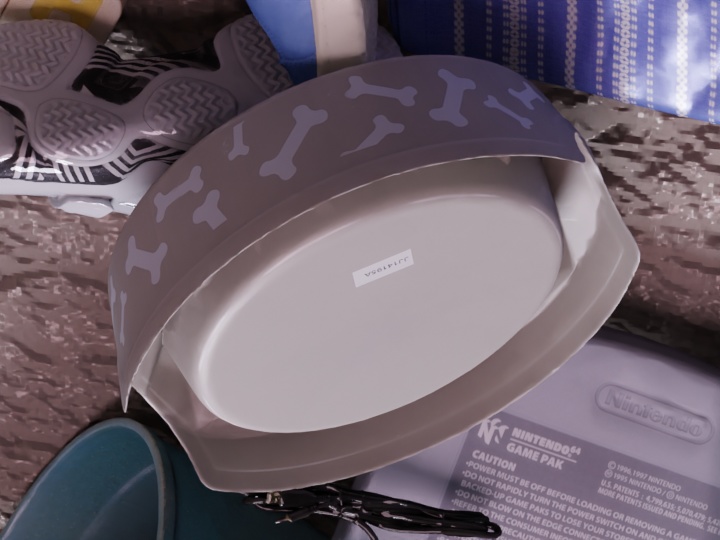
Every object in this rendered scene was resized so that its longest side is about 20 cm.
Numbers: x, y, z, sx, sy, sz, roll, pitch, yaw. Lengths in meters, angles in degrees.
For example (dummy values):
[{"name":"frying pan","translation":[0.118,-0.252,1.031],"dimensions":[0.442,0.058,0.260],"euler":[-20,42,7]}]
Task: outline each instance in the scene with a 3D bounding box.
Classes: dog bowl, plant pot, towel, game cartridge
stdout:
[{"name":"dog bowl","translation":[0.000,0.000,1.068],"dimensions":[0.199,0.059,0.200],"euler":[-19,150,-12]},{"name":"plant pot","translation":[-0.059,0.191,1.275],"dimensions":[0.187,0.201,0.200],"euler":[26,133,-25]},{"name":"towel","translation":[0.096,-0.108,1.025],"dimensions":[0.199,0.024,0.145],"euler":[15,139,19]},{"name":"game cartridge","translation":[0.100,0.094,1.198],"dimensions":[0.199,0.040,0.134],"euler":[20,103,-9]}]

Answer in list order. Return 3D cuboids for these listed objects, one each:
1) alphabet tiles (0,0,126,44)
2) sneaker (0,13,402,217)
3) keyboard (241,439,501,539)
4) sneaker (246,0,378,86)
[{"name":"alphabet tiles","translation":[-0.193,-0.114,1.111],"dimensions":[0.199,0.015,0.196],"euler":[25,133,-14]},{"name":"sneaker","translation":[-0.080,-0.033,1.117],"dimensions":[0.199,0.075,0.115],"euler":[-6,135,-1]},{"name":"keyboard","translation":[-0.001,0.139,1.156],"dimensions":[0.199,0.021,0.128],"euler":[14,95,-14]},{"name":"sneaker","translation":[-0.060,-0.140,1.012],"dimensions":[0.111,0.077,0.201],"euler":[-7,126,9]}]
